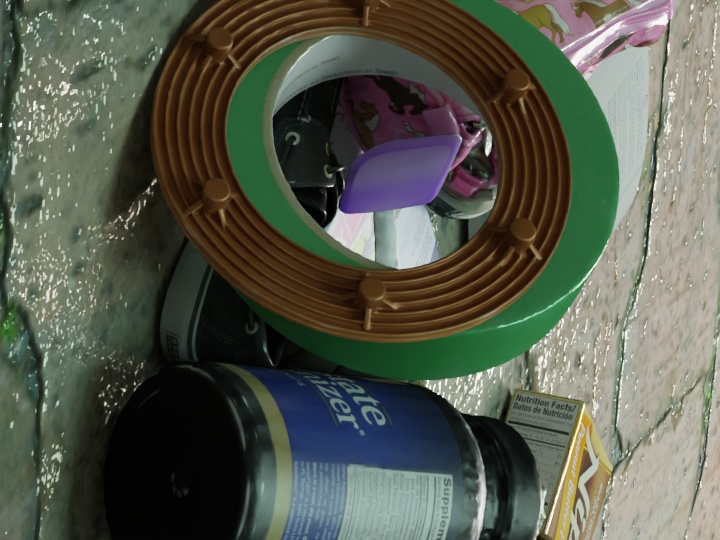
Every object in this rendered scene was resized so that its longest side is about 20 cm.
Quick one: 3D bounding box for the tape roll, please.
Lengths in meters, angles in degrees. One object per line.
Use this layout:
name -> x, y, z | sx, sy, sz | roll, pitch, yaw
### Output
tape roll -> 0.021, -0.047, 1.381 | 0.048, 0.200, 0.200 | 116, -1, -56

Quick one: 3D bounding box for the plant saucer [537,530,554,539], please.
plant saucer -> 0.109, 0.248, 1.804 | 0.035, 0.200, 0.200 | -6, 110, -32

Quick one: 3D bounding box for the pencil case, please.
pencil case -> 0.079, -0.119, 1.531 | 0.200, 0.087, 0.083 | -34, 174, -38

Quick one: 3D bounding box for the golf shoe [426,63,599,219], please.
golf shoe -> 0.090, -0.116, 1.649 | 0.200, 0.073, 0.092 | -55, -176, -19

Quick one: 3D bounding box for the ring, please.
ring -> 0.003, -0.058, 1.343 | 0.019, 0.200, 0.200 | 115, 0, -56

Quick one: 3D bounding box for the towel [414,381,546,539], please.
towel -> 0.019, 0.165, 1.524 | 0.036, 0.148, 0.200 | 10, 113, -39

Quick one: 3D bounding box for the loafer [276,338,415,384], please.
loafer -> -0.014, 0.037, 1.466 | 0.200, 0.072, 0.063 | 125, -29, -60

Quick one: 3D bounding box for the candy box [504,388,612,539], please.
candy box -> 0.110, 0.194, 1.965 | 0.115, 0.055, 0.200 | 62, 42, -60

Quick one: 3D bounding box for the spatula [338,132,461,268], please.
spatula -> 0.010, 0.003, 1.501 | 0.021, 0.056, 0.200 | -115, -155, -43

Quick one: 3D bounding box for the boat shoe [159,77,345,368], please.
boat shoe -> -0.038, -0.036, 1.435 | 0.069, 0.057, 0.200 | 66, 40, -58

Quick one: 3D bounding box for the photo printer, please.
photo printer -> 0.130, -0.086, 1.852 | 0.200, 0.069, 0.166 | -53, 148, -52

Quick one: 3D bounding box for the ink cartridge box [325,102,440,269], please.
ink cartridge box -> 0.000, 0.000, 1.589 | 0.200, 0.042, 0.119 | 76, 32, -53

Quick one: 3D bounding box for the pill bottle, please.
pill bottle -> -0.013, 0.105, 1.387 | 0.200, 0.112, 0.112 | 7, 93, -42
